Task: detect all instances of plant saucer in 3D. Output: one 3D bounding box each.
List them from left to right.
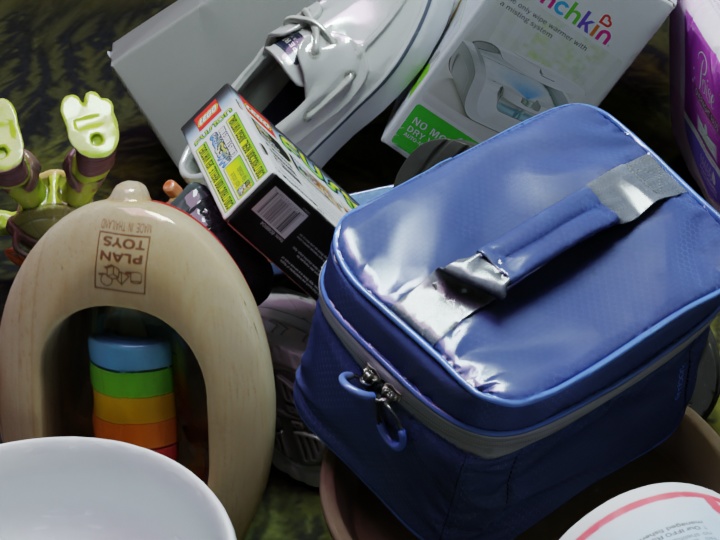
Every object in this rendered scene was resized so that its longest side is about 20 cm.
[{"bbox_3d":[0.079,0.109,1.241,0.199,0.030,0.201,3,38,-2],"label":"plant saucer"}]

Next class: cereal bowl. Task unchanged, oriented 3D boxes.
[{"bbox_3d":[-0.143,0.165,1.171,0.199,0.084,0.200,-7,34,4],"label":"cereal bowl"}]

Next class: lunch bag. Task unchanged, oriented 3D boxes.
[{"bbox_3d":[0.066,0.020,1.209,0.200,0.133,0.136,-30,60,-35],"label":"lunch bag"}]

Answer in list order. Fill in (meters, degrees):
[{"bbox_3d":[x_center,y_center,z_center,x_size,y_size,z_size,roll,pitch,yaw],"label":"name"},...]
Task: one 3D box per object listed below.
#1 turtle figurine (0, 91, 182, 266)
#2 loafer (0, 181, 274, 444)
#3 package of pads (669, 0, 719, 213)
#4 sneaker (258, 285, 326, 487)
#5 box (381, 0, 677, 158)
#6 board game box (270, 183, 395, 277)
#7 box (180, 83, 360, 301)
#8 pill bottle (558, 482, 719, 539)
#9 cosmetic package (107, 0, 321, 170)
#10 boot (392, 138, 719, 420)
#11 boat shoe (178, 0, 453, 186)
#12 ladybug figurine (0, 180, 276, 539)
[{"bbox_3d":[-0.181,-0.038,1.515,0.199,0.161,0.065,6,65,2],"label":"turtle figurine"},{"bbox_3d":[-0.127,0.032,1.340,0.200,0.071,0.068,-39,-13,27],"label":"loafer"},{"bbox_3d":[0.225,-0.086,1.502,0.075,0.121,0.200,-9,28,-3],"label":"package of pads"},{"bbox_3d":[-0.033,0.046,1.377,0.199,0.078,0.099,19,35,37],"label":"sneaker"},{"bbox_3d":[0.108,-0.159,1.585,0.096,0.177,0.200,33,31,-7],"label":"box"},{"bbox_3d":[-0.078,-0.006,1.456,0.199,0.035,0.135,-13,0,-7],"label":"board game box"},{"bbox_3d":[0.000,0.000,1.339,0.035,0.200,0.110,-43,29,8],"label":"box"},{"bbox_3d":[0.150,0.176,1.063,0.108,0.109,0.200,-15,30,-14],"label":"pill bottle"},{"bbox_3d":[-0.050,-0.151,1.631,0.200,0.090,0.107,-35,12,5],"label":"cosmetic package"},{"bbox_3d":[0.124,0.002,1.413,0.211,0.080,0.158,45,16,19],"label":"boot"},{"bbox_3d":[-0.025,-0.114,1.542,0.200,0.065,0.074,-53,48,6],"label":"boat shoe"},{"bbox_3d":[-0.100,0.052,1.258,0.135,0.201,0.072,8,21,13],"label":"ladybug figurine"}]
